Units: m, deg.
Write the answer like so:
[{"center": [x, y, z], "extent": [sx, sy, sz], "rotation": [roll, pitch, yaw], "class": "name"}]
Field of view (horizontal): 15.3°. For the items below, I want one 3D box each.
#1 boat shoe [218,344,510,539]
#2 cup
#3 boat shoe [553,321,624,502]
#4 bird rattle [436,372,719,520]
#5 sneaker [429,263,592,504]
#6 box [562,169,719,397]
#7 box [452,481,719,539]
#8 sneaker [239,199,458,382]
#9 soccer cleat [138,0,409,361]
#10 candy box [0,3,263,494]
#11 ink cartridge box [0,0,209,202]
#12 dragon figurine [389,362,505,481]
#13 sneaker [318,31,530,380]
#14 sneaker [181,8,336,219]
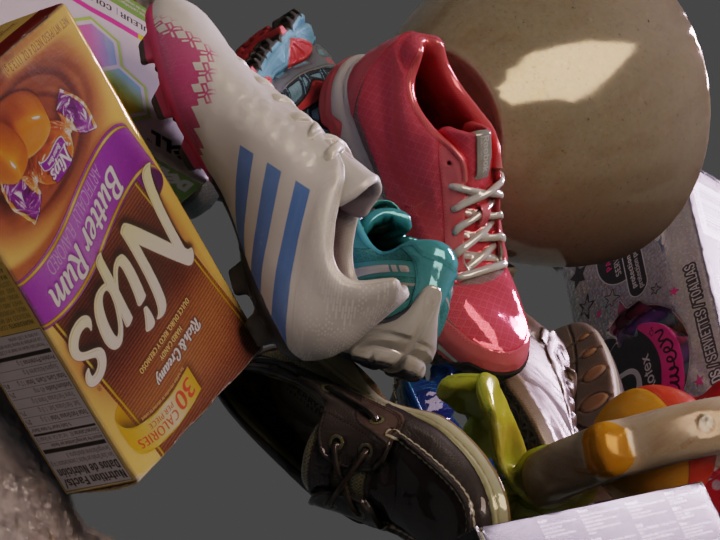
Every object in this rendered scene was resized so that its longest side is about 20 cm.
[{"center": [-0.003, 0.096, 1.349], "extent": [0.065, 0.074, 0.200], "rotation": [-10, 26, -35], "class": "boat shoe"}, {"center": [0.082, -0.090, 1.567], "extent": [0.143, 0.200, 0.201], "rotation": [-16, 72, -50], "class": "cup"}, {"center": [0.134, 0.122, 1.553], "extent": [0.073, 0.074, 0.201], "rotation": [48, 28, -43], "class": "boat shoe"}, {"center": [0.145, 0.102, 1.382], "extent": [0.199, 0.163, 0.113], "rotation": [0, 77, -23], "class": "bird rattle"}, {"center": [0.097, 0.068, 1.517], "extent": [0.075, 0.071, 0.201], "rotation": [-10, 59, -31], "class": "sneaker"}, {"center": [0.215, 0.056, 1.664], "extent": [0.132, 0.115, 0.201], "rotation": [25, 41, -34], "class": "box"}, {"center": [0.052, 0.169, 1.279], "extent": [0.199, 0.193, 0.048], "rotation": [-4, 62, -52], "class": "box"}, {"center": [0.000, 0.000, 1.416], "extent": [0.077, 0.080, 0.200], "rotation": [23, 3, -27], "class": "sneaker"}, {"center": [-0.039, -0.055, 1.330], "extent": [0.201, 0.086, 0.070], "rotation": [66, 13, 9], "class": "soccer cleat"}, {"center": [-0.138, -0.009, 1.269], "extent": [0.117, 0.056, 0.201], "rotation": [-48, 117, -43], "class": "candy box"}, {"center": [-0.152, -0.056, 1.346], "extent": [0.147, 0.076, 0.201], "rotation": [29, 38, -32], "class": "ink cartridge box"}, {"center": [0.028, 0.090, 1.448], "extent": [0.099, 0.059, 0.201], "rotation": [-5, 65, -53], "class": "dragon figurine"}, {"center": [0.046, -0.037, 1.459], "extent": [0.074, 0.087, 0.201], "rotation": [-18, 79, -42], "class": "sneaker"}, {"center": [-0.047, -0.073, 1.492], "extent": [0.096, 0.079, 0.200], "rotation": [49, 33, -9], "class": "sneaker"}]
